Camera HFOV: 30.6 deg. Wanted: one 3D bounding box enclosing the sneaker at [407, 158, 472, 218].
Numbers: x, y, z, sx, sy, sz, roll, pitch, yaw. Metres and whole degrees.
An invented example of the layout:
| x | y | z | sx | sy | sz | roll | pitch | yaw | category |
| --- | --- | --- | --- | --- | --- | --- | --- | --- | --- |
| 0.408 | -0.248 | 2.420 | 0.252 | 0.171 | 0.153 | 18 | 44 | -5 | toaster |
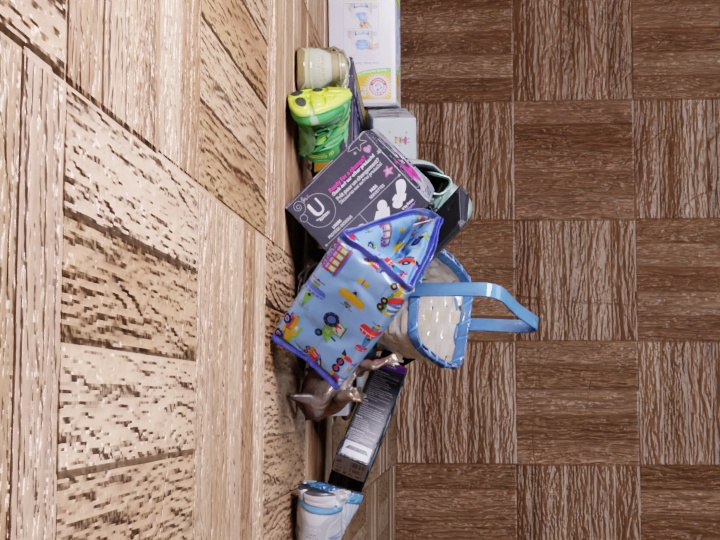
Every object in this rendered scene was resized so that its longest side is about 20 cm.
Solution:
| x | y | z | sx | sy | sz | roll | pitch | yaw | category |
| --- | --- | --- | --- | --- | --- | --- | --- | --- | --- |
| 0.097 | -0.095 | 1.738 | 0.118 | 0.200 | 0.074 | 14 | -95 | 52 | sneaker |

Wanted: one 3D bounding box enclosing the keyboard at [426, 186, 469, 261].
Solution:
| x | y | z | sx | sy | sz | roll | pitch | yaw | category |
| --- | --- | --- | --- | --- | --- | --- | --- | --- | --- |
| 0.060 | -0.020 | 1.527 | 0.200 | 0.021 | 0.127 | -47 | -158 | 29 | keyboard |

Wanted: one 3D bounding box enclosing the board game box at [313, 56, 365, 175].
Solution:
| x | y | z | sx | sy | sz | roll | pitch | yaw | category |
| --- | --- | --- | --- | --- | --- | --- | --- | --- | --- |
| -0.027 | -0.181 | 1.837 | 0.200 | 0.056 | 0.166 | 72 | 16 | -73 | board game box |

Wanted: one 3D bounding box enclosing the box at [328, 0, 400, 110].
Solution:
| x | y | z | sx | sy | sz | roll | pitch | yaw | category |
| --- | --- | --- | --- | --- | --- | --- | --- | --- | --- |
| 0.007 | -0.343 | 1.983 | 0.112 | 0.101 | 0.201 | -20 | 110 | -84 | box |

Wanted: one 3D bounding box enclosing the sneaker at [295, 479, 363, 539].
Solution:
| x | y | z | sx | sy | sz | roll | pitch | yaw | category |
| --- | --- | --- | --- | --- | --- | --- | --- | --- | --- |
| -0.047 | 0.298 | 1.572 | 0.200 | 0.074 | 0.087 | 33 | 67 | -78 | sneaker |

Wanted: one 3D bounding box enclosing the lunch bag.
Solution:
| x | y | z | sx | sy | sz | roll | pitch | yaw | category |
| --- | --- | --- | --- | --- | --- | --- | --- | --- | --- |
| 0.011 | 0.012 | 1.410 | 0.151 | 0.094 | 0.200 | -55 | 175 | 27 | lunch bag |

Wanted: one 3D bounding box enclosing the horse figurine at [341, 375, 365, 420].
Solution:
| x | y | z | sx | sy | sz | roll | pitch | yaw | category |
| --- | --- | --- | --- | --- | --- | --- | --- | --- | --- |
| -0.013 | 0.152 | 1.978 | 0.133 | 0.050 | 0.201 | -59 | 157 | -57 | horse figurine |

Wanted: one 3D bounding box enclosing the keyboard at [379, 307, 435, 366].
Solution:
| x | y | z | sx | sy | sz | roll | pitch | yaw | category |
| --- | --- | --- | --- | --- | --- | --- | --- | --- | --- |
| 0.075 | 0.099 | 1.808 | 0.105 | 0.039 | 0.200 | -68 | -169 | -19 | keyboard |

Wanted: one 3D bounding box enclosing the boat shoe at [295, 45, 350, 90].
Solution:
| x | y | z | sx | sy | sz | roll | pitch | yaw | category |
| --- | --- | --- | --- | --- | --- | --- | --- | --- | --- |
| -0.036 | -0.248 | 1.652 | 0.201 | 0.063 | 0.074 | -13 | 102 | -82 | boat shoe |

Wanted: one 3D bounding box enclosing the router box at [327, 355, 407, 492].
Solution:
| x | y | z | sx | sy | sz | roll | pitch | yaw | category |
| --- | --- | --- | --- | --- | --- | --- | --- | --- | --- |
| 0.006 | 0.223 | 1.795 | 0.200 | 0.051 | 0.150 | 103 | 9 | -63 | router box |

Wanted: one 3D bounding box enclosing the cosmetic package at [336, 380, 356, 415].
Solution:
| x | y | z | sx | sy | sz | roll | pitch | yaw | category |
| --- | --- | --- | --- | --- | --- | --- | --- | --- | --- |
| -0.034 | 0.092 | 1.779 | 0.151 | 0.051 | 0.201 | 39 | 51 | -87 | cosmetic package |

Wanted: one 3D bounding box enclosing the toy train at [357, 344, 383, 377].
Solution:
| x | y | z | sx | sy | sz | roll | pitch | yaw | category |
| --- | --- | --- | --- | --- | --- | --- | --- | --- | --- |
| 0.040 | 0.067 | 1.821 | 0.200 | 0.055 | 0.151 | 163 | -75 | -64 | toy train |

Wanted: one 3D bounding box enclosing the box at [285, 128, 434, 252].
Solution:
| x | y | z | sx | sy | sz | roll | pitch | yaw | category |
| --- | --- | --- | --- | --- | --- | --- | --- | --- | --- |
| 0.004 | -0.087 | 1.559 | 0.115 | 0.132 | 0.200 | 46 | 9 | -3 | box |

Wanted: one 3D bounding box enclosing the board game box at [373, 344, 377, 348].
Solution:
| x | y | z | sx | sy | sz | roll | pitch | yaw | category |
| --- | --- | --- | --- | --- | --- | --- | --- | --- | --- |
| 0.000 | 0.000 | 1.738 | 0.135 | 0.029 | 0.201 | 44 | 43 | -82 | board game box |

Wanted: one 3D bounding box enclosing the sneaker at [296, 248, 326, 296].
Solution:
| x | y | z | sx | sy | sz | roll | pitch | yaw | category |
| --- | --- | --- | --- | --- | --- | --- | --- | --- | --- |
| -0.053 | 0.033 | 1.545 | 0.200 | 0.077 | 0.082 | -89 | 155 | -70 | sneaker |

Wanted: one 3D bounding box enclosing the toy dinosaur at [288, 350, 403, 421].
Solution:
| x | y | z | sx | sy | sz | roll | pitch | yaw | category |
| --- | --- | --- | --- | --- | --- | --- | --- | --- | --- |
| -0.040 | 0.136 | 1.582 | 0.086 | 0.135 | 0.200 | 48 | 36 | -4 | toy dinosaur |

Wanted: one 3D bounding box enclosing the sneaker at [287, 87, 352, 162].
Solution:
| x | y | z | sx | sy | sz | roll | pitch | yaw | category |
| --- | --- | --- | --- | --- | --- | --- | --- | --- | --- |
| -0.041 | -0.171 | 1.552 | 0.200 | 0.074 | 0.084 | -20 | 105 | -85 | sneaker |

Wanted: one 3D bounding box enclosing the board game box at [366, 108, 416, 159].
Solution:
| x | y | z | sx | sy | sz | roll | pitch | yaw | category |
| --- | --- | --- | --- | --- | --- | --- | --- | --- | --- |
| 0.041 | -0.152 | 1.885 | 0.200 | 0.064 | 0.149 | -100 | -171 | -79 | board game box |

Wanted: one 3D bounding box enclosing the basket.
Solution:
| x | y | z | sx | sy | sz | roll | pitch | yaw | category |
| --- | --- | --- | --- | --- | --- | --- | --- | --- | --- |
| 0.104 | 0.045 | 1.622 | 0.176 | 0.199 | 0.140 | 38 | 60 | -60 | basket |
